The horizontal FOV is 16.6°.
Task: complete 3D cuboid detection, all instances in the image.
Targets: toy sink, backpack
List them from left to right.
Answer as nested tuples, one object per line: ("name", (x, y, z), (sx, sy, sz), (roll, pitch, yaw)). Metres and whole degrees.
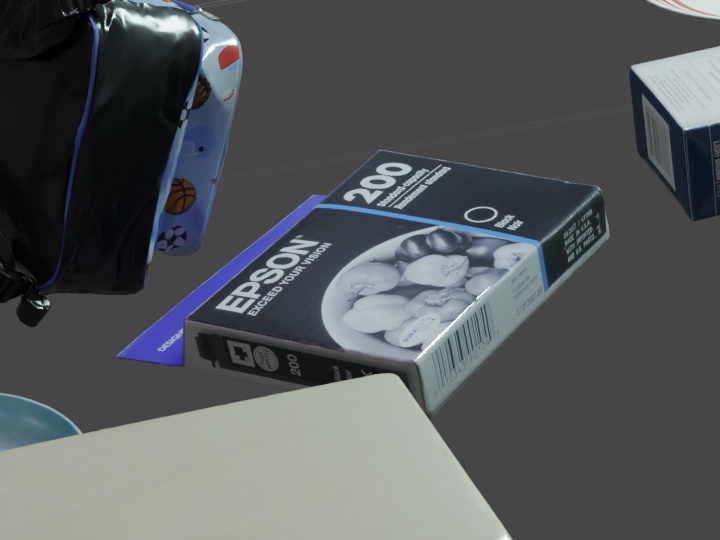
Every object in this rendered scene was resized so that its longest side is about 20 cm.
("backpack", (-0.166, -0.094, 1.392), (0.154, 0.200, 0.190), (3, 22, -43))
("toy sink", (-0.056, 0.132, 0.886), (0.199, 0.112, 0.130), (-11, 28, -15))

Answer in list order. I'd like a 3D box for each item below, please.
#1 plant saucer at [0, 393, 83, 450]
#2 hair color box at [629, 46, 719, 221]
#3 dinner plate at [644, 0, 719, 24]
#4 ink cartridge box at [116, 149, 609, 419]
("plant saucer", (-0.224, 0.120, 1.175), (0.200, 0.027, 0.200), (-7, 28, 4))
("hair color box", (0.262, -0.093, 1.390), (0.199, 0.061, 0.100), (-13, 28, -6))
("dinner plate", (0.274, -0.196, 1.620), (0.200, 0.024, 0.200), (-8, 28, 4))
("ink cartridge box", (0.000, 0.000, 1.317), (0.200, 0.043, 0.198), (8, 33, 32))
